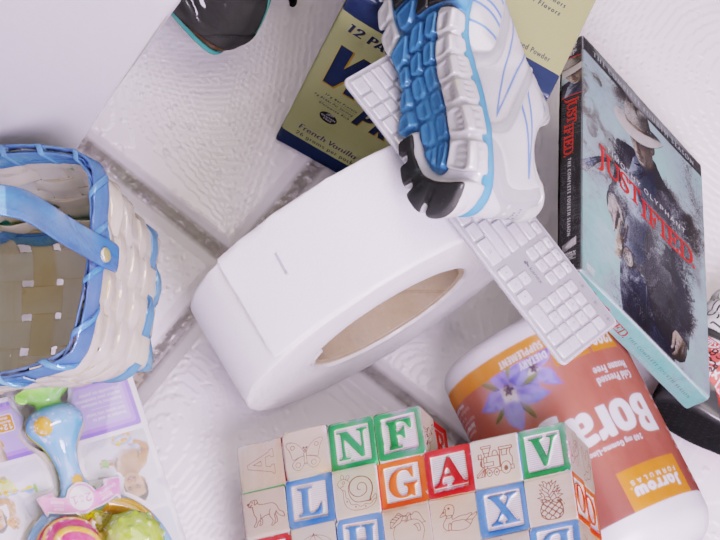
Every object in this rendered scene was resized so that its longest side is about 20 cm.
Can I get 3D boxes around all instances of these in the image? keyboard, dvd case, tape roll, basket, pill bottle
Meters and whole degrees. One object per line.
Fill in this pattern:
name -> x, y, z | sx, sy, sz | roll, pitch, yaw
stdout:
keyboard -> 0.067, -0.037, 1.470 | 0.200, 0.011, 0.056 | 52, 41, 5
dvd case -> 0.170, -0.032, 1.635 | 0.146, 0.022, 0.201 | 43, 35, -34
tape roll -> 0.000, 0.000, 1.543 | 0.202, 0.203, 0.071 | -26, 77, -24
basket -> -0.215, -0.003, 1.450 | 0.175, 0.200, 0.140 | -5, 77, 25
pill bottle -> 0.140, 0.128, 1.578 | 0.112, 0.112, 0.201 | -21, 74, -23

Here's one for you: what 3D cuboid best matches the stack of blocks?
stack of blocks -> 0.035, 0.142, 1.514 | 0.199, 0.059, 0.116 | -13, 68, 16

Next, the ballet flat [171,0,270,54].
ballet flat -> -0.133, -0.219, 1.618 | 0.200, 0.068, 0.068 | 38, 32, -16

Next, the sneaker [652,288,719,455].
sneaker -> 0.291, 0.090, 1.664 | 0.201, 0.067, 0.108 | 30, 65, 1

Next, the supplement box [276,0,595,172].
supplement box -> 0.065, -0.168, 1.635 | 0.134, 0.200, 0.201 | 28, 62, -3

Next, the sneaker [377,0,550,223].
sneaker -> 0.065, -0.114, 1.473 | 0.086, 0.075, 0.201 | 14, 63, -37

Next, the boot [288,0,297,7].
boot -> -0.139, -0.227, 1.675 | 0.199, 0.077, 0.139 | -10, 75, -19

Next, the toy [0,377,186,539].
toy -> -0.155, 0.155, 1.517 | 0.114, 0.047, 0.201 | -15, 72, -20

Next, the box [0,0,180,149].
box -> -0.220, -0.188, 1.466 | 0.198, 0.200, 0.172 | 16, 51, -22
